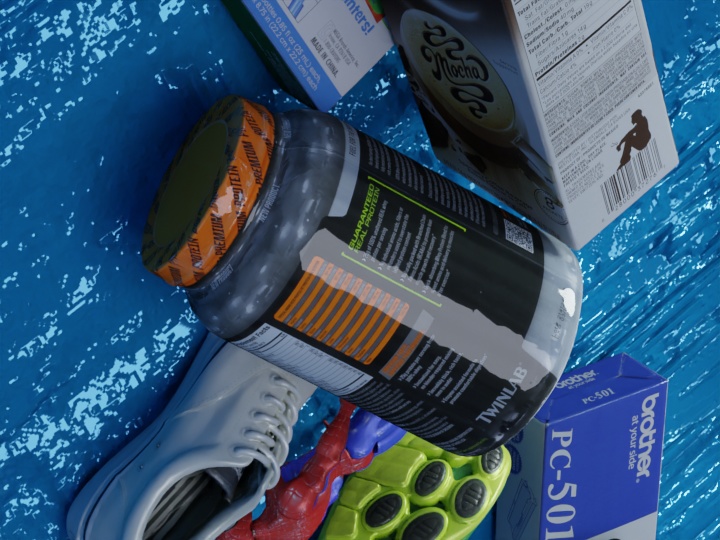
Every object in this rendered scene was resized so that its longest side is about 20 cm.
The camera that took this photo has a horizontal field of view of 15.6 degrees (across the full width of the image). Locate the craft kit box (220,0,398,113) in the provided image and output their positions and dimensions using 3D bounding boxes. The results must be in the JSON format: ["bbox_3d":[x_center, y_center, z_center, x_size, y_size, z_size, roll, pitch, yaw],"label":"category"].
[{"bbox_3d":[-0.005,-0.212,1.267,0.197,0.048,0.200,-43,132,-9],"label":"craft kit box"}]

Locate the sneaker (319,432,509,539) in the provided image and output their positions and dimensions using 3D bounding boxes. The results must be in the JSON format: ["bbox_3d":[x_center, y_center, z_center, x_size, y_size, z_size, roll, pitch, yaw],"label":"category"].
[{"bbox_3d":[0.006,0.167,1.453,0.200,0.074,0.084,-51,164,-14],"label":"sneaker"}]

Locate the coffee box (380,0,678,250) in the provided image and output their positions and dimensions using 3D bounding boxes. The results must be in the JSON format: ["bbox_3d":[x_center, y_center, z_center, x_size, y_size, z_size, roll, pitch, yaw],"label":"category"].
[{"bbox_3d":[0.074,-0.121,1.270,0.080,0.113,0.200,-40,138,-17],"label":"coffee box"}]

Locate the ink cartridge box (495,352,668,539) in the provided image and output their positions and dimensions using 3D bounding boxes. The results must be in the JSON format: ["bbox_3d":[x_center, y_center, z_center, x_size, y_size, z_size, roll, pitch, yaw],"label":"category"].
[{"bbox_3d":[0.127,0.155,1.555,0.094,0.044,0.201,-17,122,-31],"label":"ink cartridge box"}]

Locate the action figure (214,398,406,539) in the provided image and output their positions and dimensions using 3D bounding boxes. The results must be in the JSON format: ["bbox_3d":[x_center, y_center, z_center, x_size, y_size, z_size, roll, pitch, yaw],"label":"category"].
[{"bbox_3d":[0.001,0.087,1.397,0.200,0.052,0.065,-41,165,-21],"label":"action figure"}]

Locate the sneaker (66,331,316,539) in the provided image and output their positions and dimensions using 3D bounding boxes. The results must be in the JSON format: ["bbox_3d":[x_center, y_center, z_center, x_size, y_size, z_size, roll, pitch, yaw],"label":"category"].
[{"bbox_3d":[-0.062,0.086,1.353,0.200,0.071,0.073,-51,133,-8],"label":"sneaker"}]

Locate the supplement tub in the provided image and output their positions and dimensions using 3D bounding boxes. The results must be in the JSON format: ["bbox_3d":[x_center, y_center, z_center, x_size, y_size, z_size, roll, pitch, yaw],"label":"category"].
[{"bbox_3d":[0.000,0.000,1.298,0.199,0.123,0.123,28,94,-21],"label":"supplement tub"}]
